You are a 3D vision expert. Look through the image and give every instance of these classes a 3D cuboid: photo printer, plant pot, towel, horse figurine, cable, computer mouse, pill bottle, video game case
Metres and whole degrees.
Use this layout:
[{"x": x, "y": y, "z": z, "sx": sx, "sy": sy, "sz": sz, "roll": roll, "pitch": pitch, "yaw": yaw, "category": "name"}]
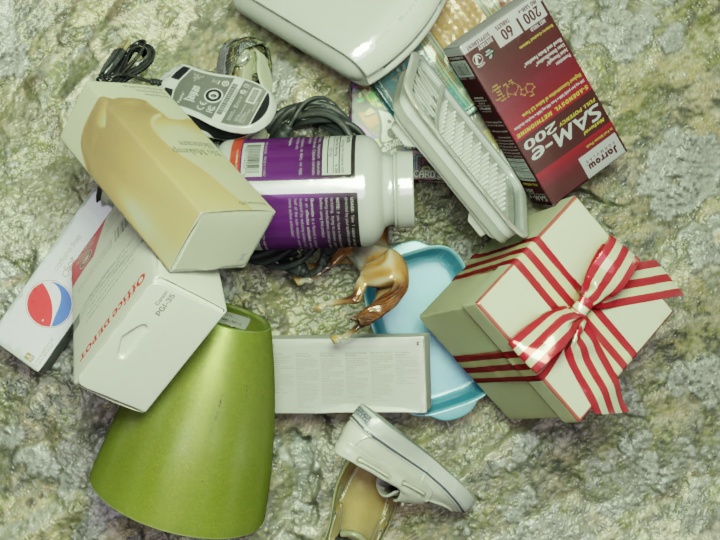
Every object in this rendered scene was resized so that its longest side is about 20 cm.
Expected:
[{"x": -0.013, "y": -0.299, "z": 1.364, "sx": 0.199, "sy": 0.070, "sz": 0.167, "roll": 34, "pitch": 77, "yaw": 20, "category": "photo printer"}, {"x": -0.160, "y": 0.139, "z": 1.297, "sx": 0.186, "sy": 0.187, "sz": 0.201, "roll": 17, "pitch": 102, "yaw": -2, "category": "plant pot"}, {"x": 0.100, "y": -0.246, "z": 1.396, "sx": 0.200, "sy": 0.022, "sz": 0.147, "roll": -38, "pitch": 89, "yaw": -6, "category": "towel"}, {"x": 0.000, "y": 0.000, "z": 1.356, "sx": 0.132, "sy": 0.200, "sz": 0.050, "roll": -33, "pitch": 127, "yaw": -1, "category": "horse figurine"}, {"x": -0.075, "y": -0.096, "z": 1.386, "sx": 0.162, "sy": 0.051, "sz": 0.201, "roll": 14, "pitch": 80, "yaw": 24, "category": "cable"}, {"x": -0.181, "y": -0.174, "z": 1.317, "sx": 0.199, "sy": 0.044, "sz": 0.110, "roll": 19, "pitch": 57, "yaw": 12, "category": "computer mouse"}, {"x": -0.045, "y": -0.078, "z": 1.280, "sx": 0.198, "sy": 0.112, "sz": 0.113, "roll": -1, "pitch": 88, "yaw": 3, "category": "pill bottle"}, {"x": 0.086, "y": -0.188, "z": 1.420, "sx": 0.198, "sy": 0.036, "sz": 0.183, "roll": 2, "pitch": 86, "yaw": -3, "category": "video game case"}]

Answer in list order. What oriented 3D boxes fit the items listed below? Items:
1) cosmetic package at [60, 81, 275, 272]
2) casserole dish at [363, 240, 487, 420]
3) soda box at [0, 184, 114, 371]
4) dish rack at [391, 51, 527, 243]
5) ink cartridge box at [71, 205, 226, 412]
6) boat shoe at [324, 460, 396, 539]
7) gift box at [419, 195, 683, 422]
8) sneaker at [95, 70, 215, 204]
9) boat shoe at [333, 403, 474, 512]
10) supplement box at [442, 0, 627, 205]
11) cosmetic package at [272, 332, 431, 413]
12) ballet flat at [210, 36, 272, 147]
[{"x": -0.184, "y": -0.091, "z": 1.201, "sx": 0.200, "sy": 0.105, "sz": 0.071, "roll": 46, "pitch": 119, "yaw": 26, "category": "cosmetic package"}, {"x": 0.075, "y": 0.066, "z": 1.410, "sx": 0.120, "sy": 0.039, "sz": 0.201, "roll": -18, "pitch": 90, "yaw": -4, "category": "casserole dish"}, {"x": -0.313, "y": 0.009, "z": 1.377, "sx": 0.068, "sy": 0.064, "sz": 0.201, "roll": 34, "pitch": 86, "yaw": -1, "category": "soda box"}, {"x": 0.097, "y": -0.121, "z": 1.305, "sx": 0.043, "sy": 0.172, "sz": 0.200, "roll": -36, "pitch": 105, "yaw": 19, "category": "dish rack"}, {"x": -0.213, "y": 0.017, "z": 1.244, "sx": 0.082, "sy": 0.201, "sz": 0.147, "roll": 29, "pitch": 114, "yaw": -29, "category": "ink cartridge box"}, {"x": -0.003, "y": 0.280, "z": 1.377, "sx": 0.071, "sy": 0.076, "sz": 0.202, "roll": 16, "pitch": 86, "yaw": -1, "category": "boat shoe"}, {"x": 0.207, "y": 0.049, "z": 1.323, "sx": 0.200, "sy": 0.187, "sz": 0.185, "roll": 43, "pitch": 73, "yaw": -9, "category": "gift box"}, {"x": -0.199, "y": -0.128, "z": 1.367, "sx": 0.088, "sy": 0.077, "sz": 0.201, "roll": 36, "pitch": 65, "yaw": -5, "category": "sneaker"}, {"x": 0.046, "y": 0.216, "z": 1.352, "sx": 0.066, "sy": 0.072, "sz": 0.200, "roll": -50, "pitch": 131, "yaw": -3, "category": "boat shoe"}, {"x": 0.188, "y": -0.183, "z": 1.367, "sx": 0.109, "sy": 0.061, "sz": 0.201, "roll": -36, "pitch": 104, "yaw": -9, "category": "supplement box"}, {"x": -0.024, "y": 0.110, "z": 1.372, "sx": 0.198, "sy": 0.051, "sz": 0.083, "roll": -1, "pitch": 94, "yaw": 11, "category": "cosmetic package"}, {"x": -0.128, "y": -0.163, "z": 1.359, "sx": 0.071, "sy": 0.072, "sz": 0.202, "roll": 7, "pitch": 71, "yaw": -3, "category": "ballet flat"}]
